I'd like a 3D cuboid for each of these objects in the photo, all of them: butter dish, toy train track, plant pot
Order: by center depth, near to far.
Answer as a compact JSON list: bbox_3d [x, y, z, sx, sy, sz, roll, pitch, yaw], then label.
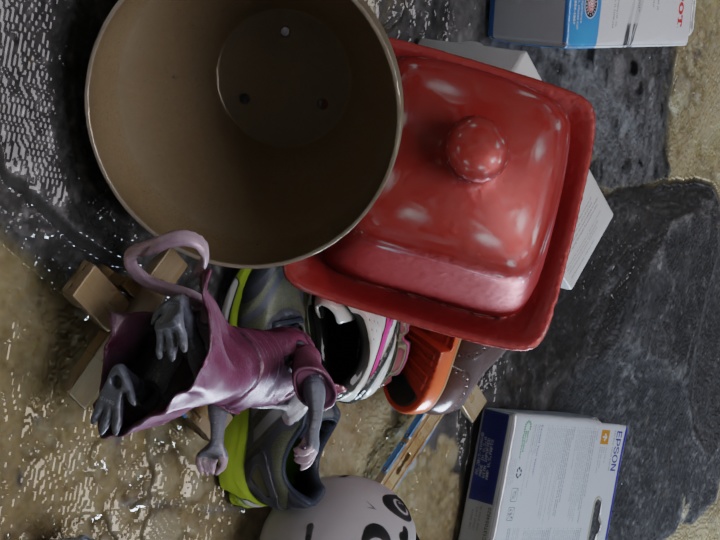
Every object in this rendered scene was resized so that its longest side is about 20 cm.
[{"bbox_3d":[-0.062,-0.115,1.159,0.135,0.199,0.202,-55,145,-72],"label":"plant pot"},{"bbox_3d":[-0.145,0.054,1.192,0.115,0.032,0.200,-55,142,-16],"label":"toy train track"},{"bbox_3d":[0.066,-0.066,1.222,0.148,0.199,0.201,129,-23,-77],"label":"butter dish"},{"bbox_3d":[0.046,0.116,1.453,0.200,0.032,0.115,-56,143,-18],"label":"toy train track"}]

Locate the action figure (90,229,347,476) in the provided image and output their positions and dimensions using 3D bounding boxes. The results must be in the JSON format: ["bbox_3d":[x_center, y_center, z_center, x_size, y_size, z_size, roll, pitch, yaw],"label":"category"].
[{"bbox_3d":[-0.087,0.060,1.168,0.199,0.133,0.150,3,79,-52],"label":"action figure"}]

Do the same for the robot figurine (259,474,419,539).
[{"bbox_3d":[-0.004,0.249,1.341,0.124,0.150,0.201,-21,118,-15],"label":"robot figurine"}]

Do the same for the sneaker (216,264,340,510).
[{"bbox_3d":[-0.050,0.078,1.281,0.074,0.081,0.201,-14,109,-49],"label":"sneaker"}]

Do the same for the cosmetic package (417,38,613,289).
[{"bbox_3d":[0.109,-0.084,1.420,0.085,0.107,0.200,-58,135,-21],"label":"cosmetic package"}]

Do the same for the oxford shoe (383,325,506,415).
[{"bbox_3d":[0.088,0.021,1.373,0.072,0.071,0.201,11,115,-42],"label":"oxford shoe"}]

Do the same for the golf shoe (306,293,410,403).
[{"bbox_3d":[0.000,0.000,1.318,0.092,0.072,0.201,-26,119,-64],"label":"golf shoe"}]

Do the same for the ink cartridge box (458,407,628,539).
[{"bbox_3d":[0.158,0.225,1.606,0.199,0.040,0.201,12,89,-52],"label":"ink cartridge box"}]

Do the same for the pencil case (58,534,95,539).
[{"bbox_3d":[-0.148,0.252,1.200,0.200,0.083,0.091,44,66,-46],"label":"pencil case"}]

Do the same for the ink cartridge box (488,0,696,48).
[{"bbox_3d":[0.200,-0.264,1.507,0.199,0.086,0.147,-10,106,-51],"label":"ink cartridge box"}]
